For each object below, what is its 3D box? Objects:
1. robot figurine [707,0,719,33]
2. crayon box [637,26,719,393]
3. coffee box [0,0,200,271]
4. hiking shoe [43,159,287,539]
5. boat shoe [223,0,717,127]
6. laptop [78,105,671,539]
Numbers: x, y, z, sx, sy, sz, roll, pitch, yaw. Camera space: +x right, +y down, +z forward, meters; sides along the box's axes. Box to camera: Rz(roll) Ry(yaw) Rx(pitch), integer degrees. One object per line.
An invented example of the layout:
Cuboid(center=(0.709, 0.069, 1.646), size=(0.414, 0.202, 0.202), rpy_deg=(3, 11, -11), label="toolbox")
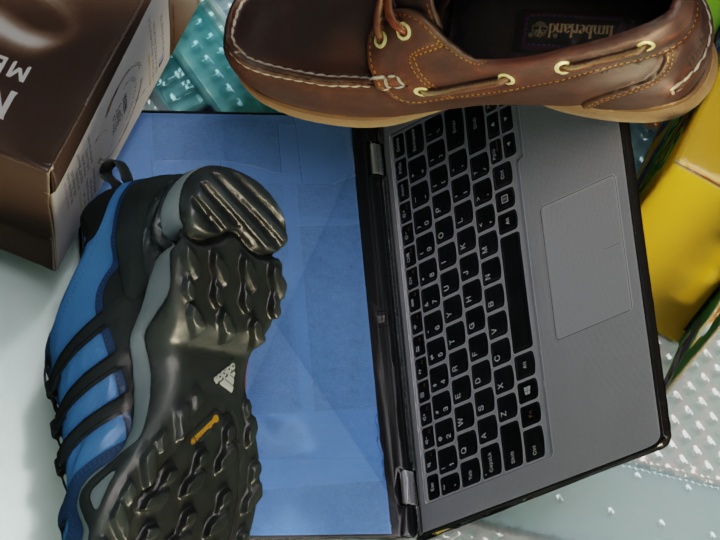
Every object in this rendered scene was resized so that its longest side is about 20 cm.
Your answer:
Cuboid(center=(0.065, -0.162, 1.186), size=(0.199, 0.175, 0.116), rpy_deg=(32, 71, -12), label="robot figurine")
Cuboid(center=(0.155, -0.058, 1.183), size=(0.051, 0.126, 0.201), rpy_deg=(27, 62, -1), label="crayon box")
Cuboid(center=(-0.130, -0.115, 1.153), size=(0.112, 0.080, 0.201), rpy_deg=(21, 62, 7), label="coffee box")
Cuboid(center=(-0.084, 0.059, 1.094), size=(0.074, 0.086, 0.201), rpy_deg=(23, 77, -41), label="hiking shoe")
Cuboid(center=(0.037, -0.098, 1.113), size=(0.199, 0.070, 0.071), rpy_deg=(0, 72, 17), label="boat shoe")
Cuboid(center=(0.000, 0.000, 1.127), size=(0.116, 0.199, 0.188), rpy_deg=(19, 57, -44), label="laptop")
